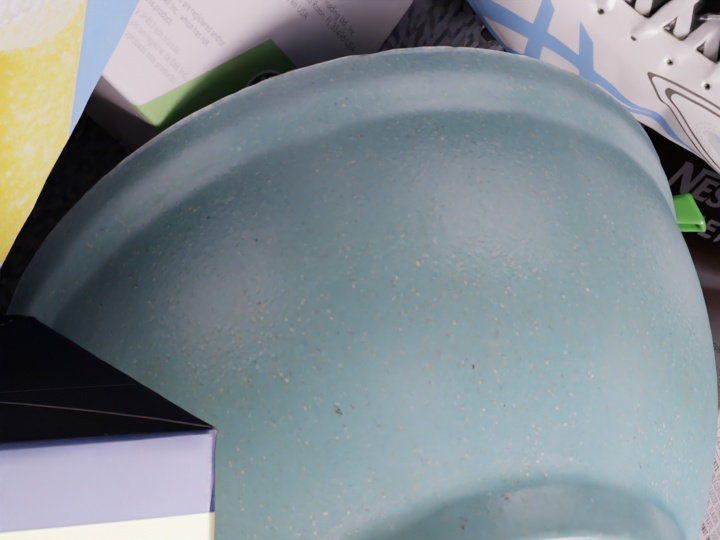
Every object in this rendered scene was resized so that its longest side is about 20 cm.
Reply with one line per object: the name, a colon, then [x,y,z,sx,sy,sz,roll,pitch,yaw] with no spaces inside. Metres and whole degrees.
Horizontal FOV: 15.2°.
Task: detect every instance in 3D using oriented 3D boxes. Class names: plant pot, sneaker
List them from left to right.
plant pot: [0.014,0.059,0.731,0.200,0.134,0.201,-13,142,-11]
sneaker: [0.112,-0.068,0.824,0.200,0.072,0.072,35,61,-6]

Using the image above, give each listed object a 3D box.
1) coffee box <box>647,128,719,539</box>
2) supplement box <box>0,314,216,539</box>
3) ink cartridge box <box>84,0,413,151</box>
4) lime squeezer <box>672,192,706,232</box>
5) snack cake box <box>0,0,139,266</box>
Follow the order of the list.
coffee box: [0.086,0.055,0.898,0.200,0.113,0.080,-45,133,-20]
supplement box: [-0.147,0.125,0.616,0.199,0.134,0.200,-3,101,-24]
ink cartridge box: [-0.019,-0.132,0.726,0.200,0.067,0.117,-53,139,-8]
lime squeezer: [0.000,0.000,0.824,0.200,0.071,0.038,-25,173,3]
snack cake box: [-0.102,-0.100,0.624,0.067,0.115,0.200,26,92,-49]
